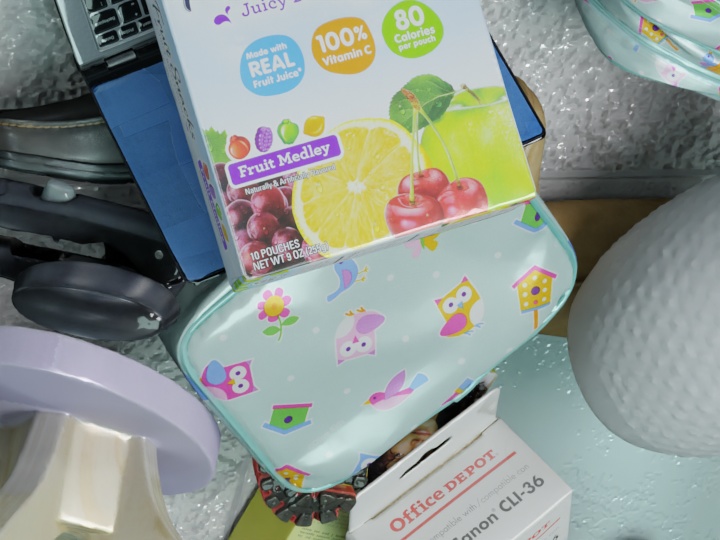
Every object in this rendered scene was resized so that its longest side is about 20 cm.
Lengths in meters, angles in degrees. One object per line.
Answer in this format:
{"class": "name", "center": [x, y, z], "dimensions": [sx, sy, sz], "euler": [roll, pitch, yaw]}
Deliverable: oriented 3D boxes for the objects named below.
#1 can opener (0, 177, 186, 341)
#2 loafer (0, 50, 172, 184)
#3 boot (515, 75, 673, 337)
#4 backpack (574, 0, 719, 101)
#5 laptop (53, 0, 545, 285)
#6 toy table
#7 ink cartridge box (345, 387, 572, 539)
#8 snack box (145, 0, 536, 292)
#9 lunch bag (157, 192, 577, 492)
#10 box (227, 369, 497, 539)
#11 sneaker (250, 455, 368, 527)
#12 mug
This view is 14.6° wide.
{"class": "can opener", "center": [-0.174, -0.019, 1.331], "dimensions": [0.199, 0.079, 0.064], "euler": [17, 100, 8]}
{"class": "loafer", "center": [-0.095, -0.086, 1.376], "dimensions": [0.199, 0.073, 0.073], "euler": [-9, 107, -27]}
{"class": "boot", "center": [0.125, -0.031, 1.537], "dimensions": [0.199, 0.066, 0.176], "euler": [1, 134, -30]}
{"class": "backpack", "center": [0.208, -0.153, 1.423], "dimensions": [0.199, 0.167, 0.127], "euler": [12, 124, -28]}
{"class": "laptop", "center": [-0.040, -0.133, 1.297], "dimensions": [0.186, 0.116, 0.201], "euler": [-23, 118, -12]}
{"class": "toy table", "center": [-0.146, 0.116, 1.366], "dimensions": [0.183, 0.118, 0.200], "euler": [-1, 159, 29]}
{"class": "ink cartridge box", "center": [0.056, 0.164, 1.590], "dimensions": [0.116, 0.067, 0.200], "euler": [-37, 153, -20]}
{"class": "snack box", "center": [-0.018, -0.107, 1.267], "dimensions": [0.141, 0.053, 0.201], "euler": [-16, 88, -12]}
{"class": "lunch bag", "center": [0.000, 0.000, 1.386], "dimensions": [0.200, 0.077, 0.161], "euler": [-39, 129, 1]}
{"class": "box", "center": [-0.007, 0.116, 1.585], "dimensions": [0.075, 0.050, 0.201], "euler": [13, 118, -36]}
{"class": "sneaker", "center": [-0.043, 0.031, 1.488], "dimensions": [0.077, 0.082, 0.201], "euler": [-6, 112, -14]}
{"class": "mug", "center": [0.216, 0.018, 1.485], "dimensions": [0.175, 0.148, 0.200], "euler": [-24, 176, 37]}
